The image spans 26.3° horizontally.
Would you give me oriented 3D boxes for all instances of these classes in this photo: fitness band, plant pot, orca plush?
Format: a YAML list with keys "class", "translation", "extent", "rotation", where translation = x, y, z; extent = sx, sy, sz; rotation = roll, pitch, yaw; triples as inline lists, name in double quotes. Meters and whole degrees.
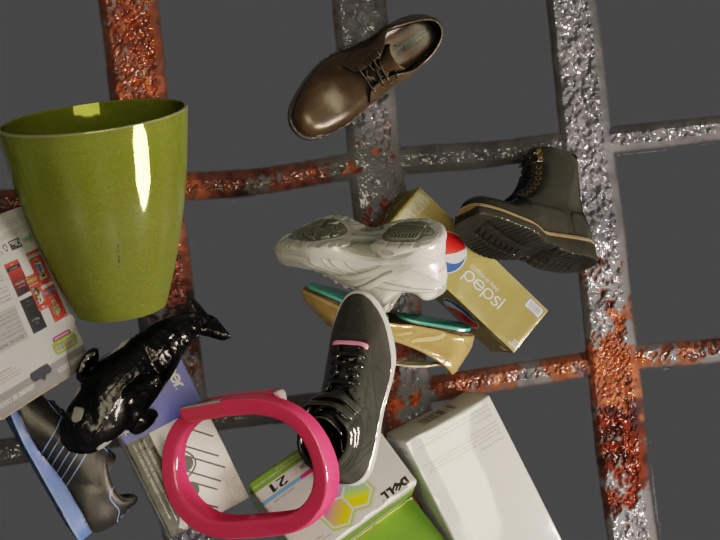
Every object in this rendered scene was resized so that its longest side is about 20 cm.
- class: "fitness band"
  translation: [-0.112, 0.192, 1.517]
  extent: [0.200, 0.037, 0.144]
  rotation: [-10, 97, 30]
- class: "plant pot"
  translation: [-0.253, -0.056, 1.533]
  extent: [0.187, 0.187, 0.200]
  rotation: [-10, 106, -15]
- class: "orca plush"
  translation: [-0.207, 0.111, 1.528]
  extent: [0.200, 0.071, 0.105]
  rotation: [-31, 112, -28]

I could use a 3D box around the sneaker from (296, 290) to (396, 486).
- class: "sneaker"
  translation: [-0.014, 0.116, 1.536]
  extent: [0.071, 0.099, 0.200]
  rotation: [4, 84, 18]

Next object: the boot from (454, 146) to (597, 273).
- class: "boot"
  translation: [0.170, -0.083, 1.654]
  extent: [0.200, 0.077, 0.138]
  rotation: [20, 59, -45]

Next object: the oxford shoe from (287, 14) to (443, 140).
- class: "oxford shoe"
  translation: [0.005, -0.213, 1.640]
  extent: [0.200, 0.084, 0.073]
  rotation: [-41, 101, -10]

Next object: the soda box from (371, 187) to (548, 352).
- class: "soda box"
  translation: [0.104, 0.001, 1.669]
  extent: [0.200, 0.068, 0.064]
  rotation: [44, 77, -10]

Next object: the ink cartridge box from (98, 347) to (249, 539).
- class: "ink cartridge box"
  translation: [-0.203, 0.168, 1.598]
  extent: [0.094, 0.044, 0.200]
  rotation: [-27, 96, -15]

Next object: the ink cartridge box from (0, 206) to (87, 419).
- class: "ink cartridge box"
  translation: [-0.366, 0.049, 1.473]
  extent: [0.084, 0.200, 0.176]
  rotation: [-23, 95, 20]

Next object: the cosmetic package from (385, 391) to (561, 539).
- class: "cosmetic package"
  translation: [0.126, 0.244, 1.666]
  extent: [0.113, 0.081, 0.200]
  rotation: [-26, 97, -13]

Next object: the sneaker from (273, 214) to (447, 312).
- class: "sneaker"
  translation: [0.000, 0.000, 1.604]
  extent: [0.078, 0.200, 0.099]
  rotation: [-45, 131, -48]

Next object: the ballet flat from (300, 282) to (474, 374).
- class: "ballet flat"
  translation: [0.025, 0.068, 1.651]
  extent: [0.200, 0.069, 0.063]
  rotation: [16, 100, -13]

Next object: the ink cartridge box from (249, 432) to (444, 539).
- class: "ink cartridge box"
  translation: [0.001, 0.267, 1.601]
  extent: [0.148, 0.076, 0.200]
  rotation: [-34, 75, -12]

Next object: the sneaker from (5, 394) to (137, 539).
- class: "sneaker"
  translation: [-0.301, 0.174, 1.564]
  extent: [0.078, 0.070, 0.200]
  rotation: [-30, 102, -18]
